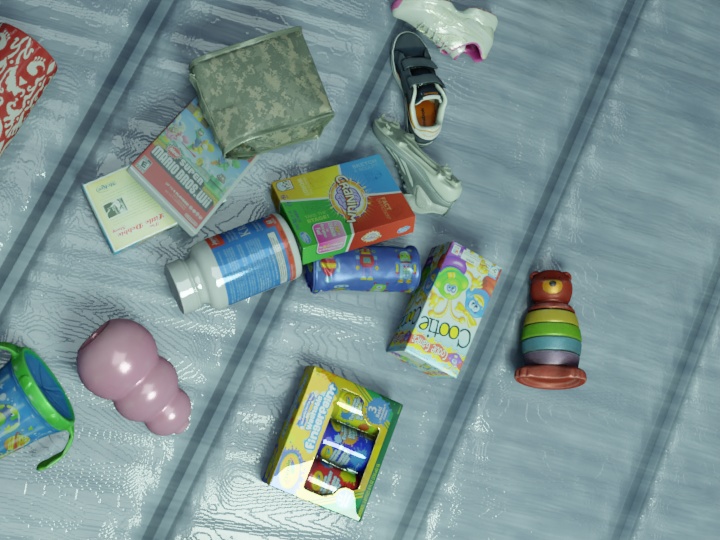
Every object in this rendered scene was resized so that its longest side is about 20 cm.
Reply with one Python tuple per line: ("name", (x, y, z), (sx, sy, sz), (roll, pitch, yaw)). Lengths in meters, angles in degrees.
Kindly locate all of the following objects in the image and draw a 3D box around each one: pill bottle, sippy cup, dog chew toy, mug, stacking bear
("pill bottle", (-0.201, -0.006, 1.506), (0.198, 0.112, 0.114), (-22, 91, -18))
("sippy cup", (-0.508, 0.204, 1.394), (0.129, 0.140, 0.179), (-34, 70, -6))
("dog chew toy", (-0.335, 0.170, 1.451), (0.125, 0.124, 0.201), (-44, 105, -15))
("mug", (-0.569, -0.269, 1.416), (0.177, 0.133, 0.202), (35, 73, -12))
("stacking bear", (0.331, 0.097, 1.658), (0.119, 0.114, 0.203), (0, 72, 13))

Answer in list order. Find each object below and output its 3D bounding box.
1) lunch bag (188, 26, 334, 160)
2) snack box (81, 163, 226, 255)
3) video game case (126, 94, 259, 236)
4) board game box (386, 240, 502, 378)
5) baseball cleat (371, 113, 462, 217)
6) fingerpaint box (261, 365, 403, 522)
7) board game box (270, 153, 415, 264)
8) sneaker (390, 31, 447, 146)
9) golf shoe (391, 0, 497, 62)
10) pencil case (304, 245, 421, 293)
("lunch bag", (-0.166, -0.277, 1.533), (0.198, 0.118, 0.166), (-19, 82, -23))
("snack box", (-0.326, -0.120, 1.519), (0.198, 0.037, 0.117), (-26, 91, -17))
("video game case", (-0.259, -0.170, 1.506), (0.143, 0.017, 0.201), (46, 51, -16))
("board game box", (0.140, 0.068, 1.604), (0.102, 0.105, 0.202), (27, 77, -12))
("baseball cleat", (0.079, -0.170, 1.627), (0.200, 0.107, 0.069), (44, 35, 18))
("fingerpaint box", (-0.045, 0.278, 1.546), (0.165, 0.073, 0.202), (25, 78, -13))
("board game box", (-0.030, -0.104, 1.563), (0.197, 0.041, 0.154), (-17, 55, -18))
("sneaker", (0.105, -0.321, 1.646), (0.077, 0.079, 0.203), (-11, 86, -16))
("golf shoe", (0.146, -0.423, 1.670), (0.197, 0.075, 0.093), (9, 86, -14))
("pencil case", (0.000, 0.000, 1.583), (0.197, 0.087, 0.079), (-1, 61, -18))
